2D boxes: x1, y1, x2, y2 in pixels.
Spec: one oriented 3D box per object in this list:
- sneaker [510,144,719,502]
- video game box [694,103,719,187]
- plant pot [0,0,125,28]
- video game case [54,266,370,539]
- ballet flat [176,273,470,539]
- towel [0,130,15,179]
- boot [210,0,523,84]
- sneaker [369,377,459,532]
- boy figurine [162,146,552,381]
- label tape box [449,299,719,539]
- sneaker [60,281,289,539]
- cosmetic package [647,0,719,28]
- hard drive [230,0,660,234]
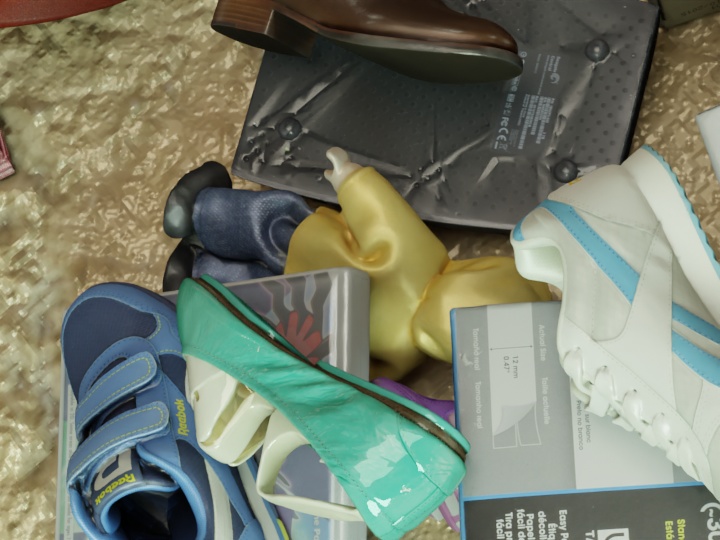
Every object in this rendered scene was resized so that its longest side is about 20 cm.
[{"bbox_3d":[0.132,0.045,1.252,0.080,0.077,0.201,-25,59,0],"label":"sneaker"},{"bbox_3d":[0.264,-0.021,1.260,0.199,0.047,0.183,-24,70,15],"label":"video game box"},{"bbox_3d":[-0.160,-0.243,1.503,0.200,0.176,0.200,-46,63,17],"label":"plant pot"},{"bbox_3d":[-0.074,0.107,1.407,0.181,0.023,0.202,-8,74,35],"label":"video game case"},{"bbox_3d":[-0.036,0.064,1.315,0.071,0.067,0.200,-51,45,-9],"label":"ballet flat"},{"bbox_3d":[-0.295,-0.073,1.583,0.199,0.023,0.145,-26,65,6],"label":"towel"},{"bbox_3d":[0.022,-0.200,1.446,0.185,0.064,0.201,14,83,31],"label":"boot"},{"bbox_3d":[0.093,0.090,1.384,0.199,0.081,0.089,23,73,17],"label":"sneaker"},{"bbox_3d":[0.000,0.000,1.427,0.199,0.125,0.064,13,30,22],"label":"boy figurine"},{"bbox_3d":[0.142,0.085,1.302,0.198,0.066,0.144,-5,65,7],"label":"label tape box"},{"bbox_3d":[-0.098,0.083,1.365,0.074,0.082,0.201,-44,56,23],"label":"sneaker"},{"bbox_3d":[0.147,-0.235,1.467,0.071,0.105,0.201,-18,65,8],"label":"cosmetic package"},{"bbox_3d":[0.045,-0.084,1.475,0.199,0.042,0.136,9,73,20],"label":"hard drive"}]
